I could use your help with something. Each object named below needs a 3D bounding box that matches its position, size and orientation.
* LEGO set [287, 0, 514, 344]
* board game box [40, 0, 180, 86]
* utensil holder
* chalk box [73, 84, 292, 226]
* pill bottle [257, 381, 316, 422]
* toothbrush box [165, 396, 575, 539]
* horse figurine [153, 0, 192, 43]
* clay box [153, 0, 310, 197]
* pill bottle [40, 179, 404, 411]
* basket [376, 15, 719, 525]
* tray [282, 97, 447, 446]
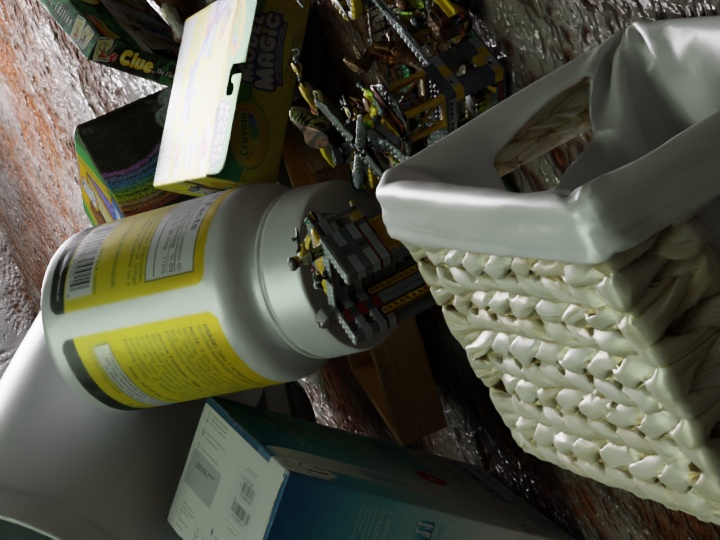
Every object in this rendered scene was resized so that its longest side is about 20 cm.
[{"bbox_3d":[-0.002,-0.062,1.031,0.154,0.115,0.200,57,164,26],"label":"LEGO set"},{"bbox_3d":[-0.195,-0.197,1.513,0.200,0.104,0.024,48,116,42],"label":"board game box"},{"bbox_3d":[-0.168,0.118,1.331,0.169,0.201,0.170,16,147,11],"label":"utensil holder"},{"bbox_3d":[-0.101,-0.017,1.443,0.201,0.124,0.124,60,165,20],"label":"chalk box"},{"bbox_3d":[-0.081,0.134,1.479,0.200,0.110,0.111,-106,0,-57],"label":"pill bottle"},{"bbox_3d":[0.006,0.154,1.210,0.146,0.199,0.086,33,104,65],"label":"toothbrush box"},{"bbox_3d":[-0.182,-0.243,1.469,0.200,0.050,0.133,37,168,45],"label":"horse figurine"},{"bbox_3d":[-0.078,-0.105,1.258,0.200,0.047,0.116,-177,98,-73],"label":"clay box"},{"bbox_3d":[-0.079,0.014,1.190,0.199,0.114,0.115,-12,108,38],"label":"pill bottle"},{"bbox_3d":[0.111,-0.006,0.710,0.124,0.135,0.200,63,166,-13],"label":"basket"},{"bbox_3d":[0.000,0.000,1.280,0.099,0.037,0.201,-126,17,-57],"label":"tray"}]
